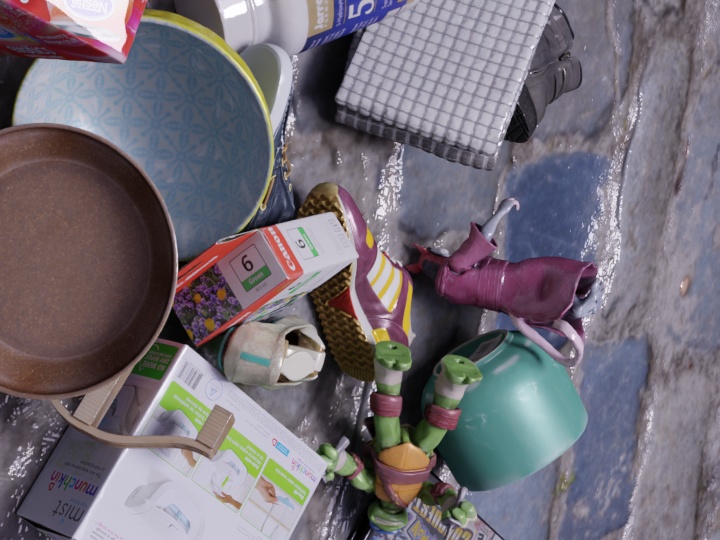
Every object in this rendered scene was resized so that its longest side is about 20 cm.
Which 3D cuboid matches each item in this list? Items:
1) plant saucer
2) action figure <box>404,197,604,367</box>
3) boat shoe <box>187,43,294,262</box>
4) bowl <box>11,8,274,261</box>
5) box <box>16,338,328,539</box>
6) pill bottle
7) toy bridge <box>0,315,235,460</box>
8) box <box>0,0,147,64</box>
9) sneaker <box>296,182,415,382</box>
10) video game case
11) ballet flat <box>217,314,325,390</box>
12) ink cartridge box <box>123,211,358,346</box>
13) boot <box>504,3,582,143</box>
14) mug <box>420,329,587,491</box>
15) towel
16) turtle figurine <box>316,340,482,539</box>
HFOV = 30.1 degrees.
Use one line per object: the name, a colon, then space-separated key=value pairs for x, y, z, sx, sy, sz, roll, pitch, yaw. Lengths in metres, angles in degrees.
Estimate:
plant saucer: x=-0.231 y=-0.007 z=0.995 sx=0.198 sy=0.037 sz=0.203 roll=0 pitch=93 yaw=2
action figure: x=0.136 y=0.022 z=1.314 sx=0.135 sy=0.198 sz=0.150 roll=81 pitch=24 yaw=-54
boat shoe: x=-0.088 y=-0.097 z=1.132 sx=0.090 sy=0.071 sz=0.202 roll=-4 pitch=127 yaw=-49
bowl: x=-0.162 y=-0.118 z=1.047 sx=0.108 sy=0.198 sz=0.202 roll=-90 pitch=158 yaw=-62
box: x=-0.149 y=0.182 z=1.115 sx=0.200 sy=0.096 sz=0.178 roll=44 pitch=66 yaw=-37
pill bottle: x=-0.053 y=-0.249 z=1.136 sx=0.199 sy=0.119 sz=0.121 roll=-26 pitch=113 yaw=-25
toy bridge: x=-0.197 y=0.092 z=1.024 sx=0.068 sy=0.198 sz=0.027 roll=-60 pitch=174 yaw=-18
box: x=-0.234 y=-0.207 z=0.919 sx=0.099 sy=0.199 sz=0.097 roll=25 pitch=82 yaw=-41
sneaker: x=0.000 y=0.000 z=1.260 sx=0.090 sy=0.074 sz=0.202 roll=-37 pitch=126 yaw=-41
video game case: x=0.057 y=0.311 z=1.373 sx=0.200 sy=0.025 sz=0.182 roll=46 pitch=64 yaw=-37
ballet flat: x=-0.063 y=0.077 z=1.148 sx=0.200 sy=0.062 sz=0.068 roll=-4 pitch=108 yaw=-75
ink cartridge box: x=-0.092 y=0.010 z=1.086 sx=0.051 sy=0.109 sz=0.200 roll=58 pitch=25 yaw=6
boot: x=0.164 y=-0.247 z=1.395 sx=0.132 sy=0.069 sz=0.201 roll=-48 pitch=135 yaw=-32
mug: x=0.133 y=0.128 z=1.354 sx=0.151 sy=0.185 sz=0.115 roll=-32 pitch=101 yaw=-8
towel: x=0.081 y=-0.206 z=1.247 sx=0.086 sy=0.164 sz=0.202 roll=82 pitch=28 yaw=-71
turtle figurine: x=0.037 y=0.178 z=1.212 sx=0.199 sy=0.143 sz=0.196 roll=-16 pitch=123 yaw=-55
